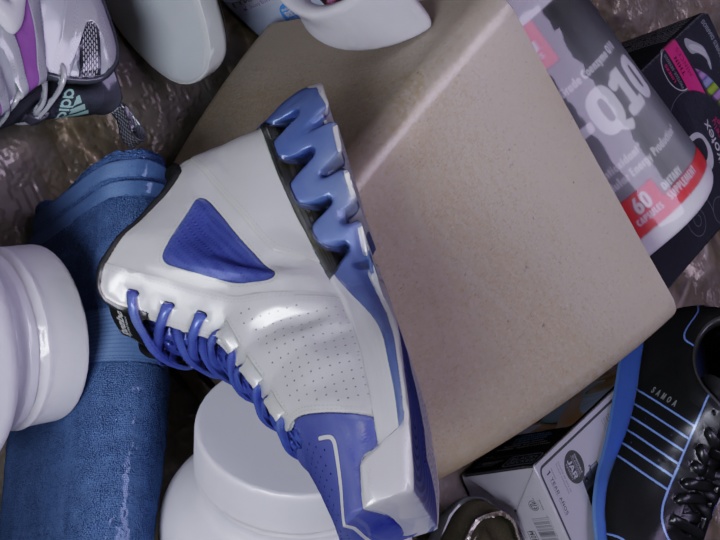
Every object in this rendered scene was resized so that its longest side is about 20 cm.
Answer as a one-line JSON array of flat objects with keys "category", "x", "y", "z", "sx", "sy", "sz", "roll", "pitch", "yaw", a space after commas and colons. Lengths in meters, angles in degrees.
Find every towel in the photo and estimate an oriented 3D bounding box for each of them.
[{"category": "towel", "x": -0.119, "y": 0.052, "z": 0.743, "sx": 0.048, "sy": 0.112, "sz": 0.201, "roll": 14, "pitch": 68, "yaw": -30}]

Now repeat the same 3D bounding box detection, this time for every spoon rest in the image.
[{"category": "spoon rest", "x": -0.023, "y": -0.177, "z": 0.814, "sx": 0.099, "sy": 0.060, "sz": 0.200, "roll": 45, "pitch": 18, "yaw": -43}]

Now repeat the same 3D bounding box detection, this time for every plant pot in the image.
[{"category": "plant pot", "x": 0.000, "y": 0.000, "z": 0.825, "sx": 0.177, "sy": 0.199, "sz": 0.200, "roll": -46, "pitch": 117, "yaw": -27}]

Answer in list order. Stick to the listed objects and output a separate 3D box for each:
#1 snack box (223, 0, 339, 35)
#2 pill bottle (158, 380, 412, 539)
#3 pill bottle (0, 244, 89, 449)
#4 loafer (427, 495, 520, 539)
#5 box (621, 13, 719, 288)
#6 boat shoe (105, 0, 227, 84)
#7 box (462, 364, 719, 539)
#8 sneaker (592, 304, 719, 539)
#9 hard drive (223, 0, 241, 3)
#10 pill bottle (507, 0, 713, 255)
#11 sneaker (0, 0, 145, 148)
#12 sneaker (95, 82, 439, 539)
[{"category": "snack box", "x": 0.008, "y": -0.187, "z": 0.968, "sx": 0.200, "sy": 0.068, "sz": 0.169, "roll": 43, "pitch": 53, "yaw": -30}, {"category": "pill bottle", "x": -0.037, "y": 0.145, "z": 0.738, "sx": 0.113, "sy": 0.113, "sz": 0.201, "roll": -37, "pitch": 144, "yaw": -44}, {"category": "pill bottle", "x": -0.212, "y": 0.038, "z": 0.646, "sx": 0.199, "sy": 0.109, "sz": 0.110, "roll": -9, "pitch": 86, "yaw": -41}, {"category": "loafer", "x": 0.081, "y": 0.228, "z": 0.929, "sx": 0.075, "sy": 0.069, "sz": 0.201, "roll": 8, "pitch": 74, "yaw": -44}, {"category": "box", "x": 0.168, "y": -0.066, "z": 1.068, "sx": 0.200, "sy": 0.106, "sz": 0.123, "roll": -42, "pitch": 109, "yaw": -42}, {"category": "boat shoe", "x": -0.111, "y": -0.197, "z": 0.849, "sx": 0.064, "sy": 0.071, "sz": 0.201, "roll": -31, "pitch": 100, "yaw": -44}, {"category": "box", "x": 0.161, "y": 0.129, "z": 1.043, "sx": 0.200, "sy": 0.060, "sz": 0.117, "roll": -35, "pitch": 105, "yaw": -44}, {"category": "sneaker", "x": 0.192, "y": 0.112, "z": 0.979, "sx": 0.070, "sy": 0.078, "sz": 0.201, "roll": 27, "pitch": 61, "yaw": -37}, {"category": "hard drive", "x": -0.087, "y": -0.250, "z": 0.828, "sx": 0.140, "sy": 0.033, "sz": 0.201, "roll": 52, "pitch": 26, "yaw": -41}, {"category": "pill bottle", "x": 0.091, "y": -0.096, "z": 0.891, "sx": 0.200, "sy": 0.114, "sz": 0.114, "roll": 51, "pitch": 48, "yaw": -11}, {"category": "sneaker", "x": -0.161, "y": -0.081, "z": 0.763, "sx": 0.140, "sy": 0.078, "sz": 0.201, "roll": 31, "pitch": 60, "yaw": -35}, {"category": "sneaker", "x": -0.042, "y": 0.027, "z": 0.662, "sx": 0.081, "sy": 0.115, "sz": 0.200, "roll": 66, "pitch": 7, "yaw": -60}]
